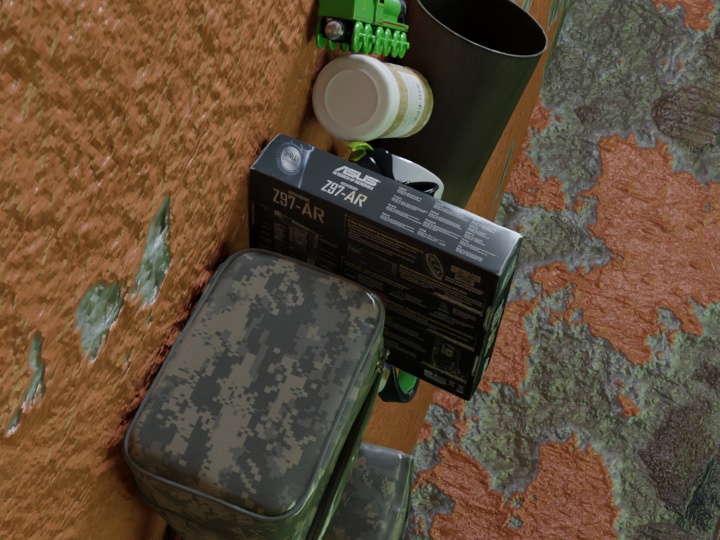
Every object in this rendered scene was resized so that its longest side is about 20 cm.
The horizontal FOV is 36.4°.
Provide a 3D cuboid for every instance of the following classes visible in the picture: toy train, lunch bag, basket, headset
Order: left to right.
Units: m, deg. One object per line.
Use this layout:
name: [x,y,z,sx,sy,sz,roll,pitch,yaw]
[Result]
lunch bag: [-0.066,0.108,0.790,0.168,0.138,0.201,95,16,-58]
lunch bag: [-0.033,0.236,1.101,0.200,0.162,0.119,80,25,-68]
toy train: [0.005,-0.204,0.889,0.200,0.041,0.057,-34,132,-73]
headset: [0.025,0.032,1.103,0.123,0.093,0.203,-26,117,-70]
basket: [0.088,-0.171,1.117,0.181,0.134,0.202,-110,-148,-50]

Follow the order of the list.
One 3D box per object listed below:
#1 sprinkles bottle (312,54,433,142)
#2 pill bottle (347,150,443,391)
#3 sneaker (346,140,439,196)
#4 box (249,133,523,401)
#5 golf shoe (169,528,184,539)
sprinkles bottle: [0.016,-0.147,0.952,0.200,0.068,0.069,-29,137,-75]
pill bottle: [0.000,0.000,0.998,0.116,0.115,0.202,58,52,-77]
sneaker: [0.050,-0.030,0.903,0.083,0.072,0.200,-53,128,-5]
box: [0.012,0.001,0.826,0.044,0.198,0.161,-56,162,-35]
golf shoe: [-0.083,0.154,0.910,0.073,0.091,0.202,50,58,-75]
